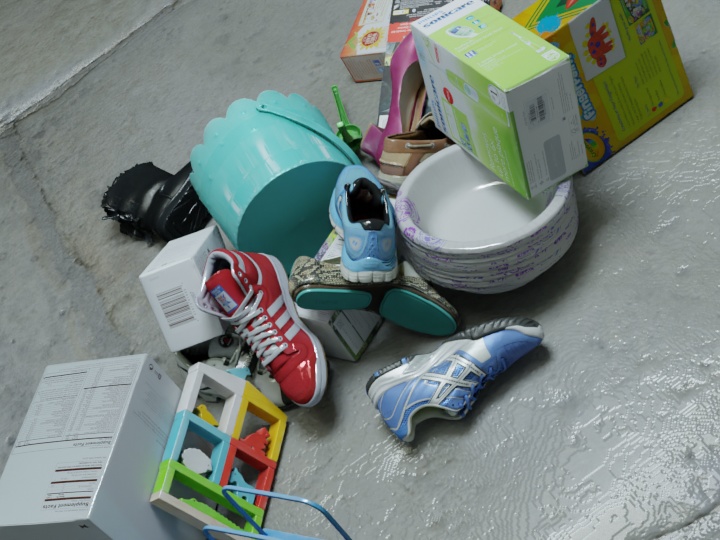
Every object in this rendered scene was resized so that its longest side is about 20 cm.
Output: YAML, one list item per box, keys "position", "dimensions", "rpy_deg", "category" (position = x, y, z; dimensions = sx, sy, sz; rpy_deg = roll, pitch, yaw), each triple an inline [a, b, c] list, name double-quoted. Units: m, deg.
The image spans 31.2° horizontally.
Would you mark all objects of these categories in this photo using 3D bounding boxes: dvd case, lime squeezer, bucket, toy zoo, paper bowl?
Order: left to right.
- position: [-0.147, 0.190, 1.405]
  dimensions: [0.020, 0.131, 0.201]
  rpy_deg: [-29, 36, 41]
  category: "toy zoo"
- position: [-0.097, -0.104, 1.595]
  dimensions: [0.207, 0.207, 0.135]
  rpy_deg: [-35, 52, -1]
  category: "bucket"
- position: [-0.016, -0.189, 1.703]
  dimensions: [0.038, 0.071, 0.200]
  rpy_deg: [-3, 21, -1]
  category: "lime squeezer"
- position: [0.095, -0.271, 1.699]
  dimensions: [0.145, 0.022, 0.201]
  rpy_deg: [-1, 75, 32]
  category: "dvd case"
- position: [0.144, -0.052, 1.447]
  dimensions: [0.200, 0.105, 0.201]
  rpy_deg: [-10, 40, 8]
  category: "paper bowl"

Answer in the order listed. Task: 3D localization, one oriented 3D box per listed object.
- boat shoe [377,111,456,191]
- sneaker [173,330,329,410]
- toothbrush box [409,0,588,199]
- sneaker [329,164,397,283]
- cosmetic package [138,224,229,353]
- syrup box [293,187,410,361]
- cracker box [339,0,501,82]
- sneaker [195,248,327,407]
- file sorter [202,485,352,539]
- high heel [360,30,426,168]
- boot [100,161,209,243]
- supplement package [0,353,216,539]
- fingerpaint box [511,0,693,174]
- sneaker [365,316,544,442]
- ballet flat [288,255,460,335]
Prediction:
- position: [0.101, -0.154, 1.558]
  dimensions: [0.076, 0.072, 0.200]
  rpy_deg: [16, 30, 40]
  category: "boat shoe"
- position: [-0.134, 0.110, 1.502]
  dimensions: [0.199, 0.089, 0.074]
  rpy_deg: [-4, 48, 27]
  category: "sneaker"
- position: [0.150, -0.193, 1.413]
  dimensions: [0.086, 0.146, 0.200]
  rpy_deg: [-28, 41, -12]
  category: "toothbrush box"
- position: [0.010, -0.070, 1.431]
  dimensions: [0.078, 0.090, 0.200]
  rpy_deg: [-2, 33, -8]
  category: "sneaker"
- position: [-0.198, 0.018, 1.548]
  dimensions: [0.074, 0.102, 0.200]
  rpy_deg: [-19, 13, 7]
  category: "cosmetic package"
- position: [0.000, 0.000, 1.524]
  dimensions: [0.081, 0.079, 0.200]
  rpy_deg: [12, 59, 39]
  category: "syrup box"
- position: [0.085, -0.336, 1.797]
  dimensions: [0.199, 0.058, 0.134]
  rpy_deg: [-1, 53, 32]
  category: "cracker box"
- position: [-0.113, 0.060, 1.422]
  dimensions: [0.071, 0.112, 0.200]
  rpy_deg: [-41, 58, 25]
  category: "sneaker"
- position: [-0.102, 0.326, 1.255]
  dimensions: [0.138, 0.123, 0.200]
  rpy_deg: [3, 53, 33]
  category: "file sorter"
- position: [0.071, -0.217, 1.640]
  dimensions: [0.096, 0.067, 0.201]
  rpy_deg: [39, 104, 43]
  category: "high heel"
- position: [-0.261, -0.123, 1.811]
  dimensions: [0.162, 0.073, 0.198]
  rpy_deg: [18, 64, 45]
  category: "boot"
- position: [-0.266, 0.230, 1.393]
  dimensions: [0.147, 0.191, 0.201]
  rpy_deg: [-9, 47, 27]
  category: "supplement package"
- position: [0.274, -0.240, 1.484]
  dimensions: [0.167, 0.200, 0.073]
  rpy_deg: [-36, 41, -2]
  category: "fingerpaint box"
- position: [0.108, 0.114, 1.371]
  dimensions: [0.199, 0.076, 0.077]
  rpy_deg: [-27, 64, 8]
  category: "sneaker"
- position: [0.018, 0.017, 1.436]
  dimensions: [0.199, 0.068, 0.076]
  rpy_deg: [11, 52, -12]
  category: "ballet flat"
